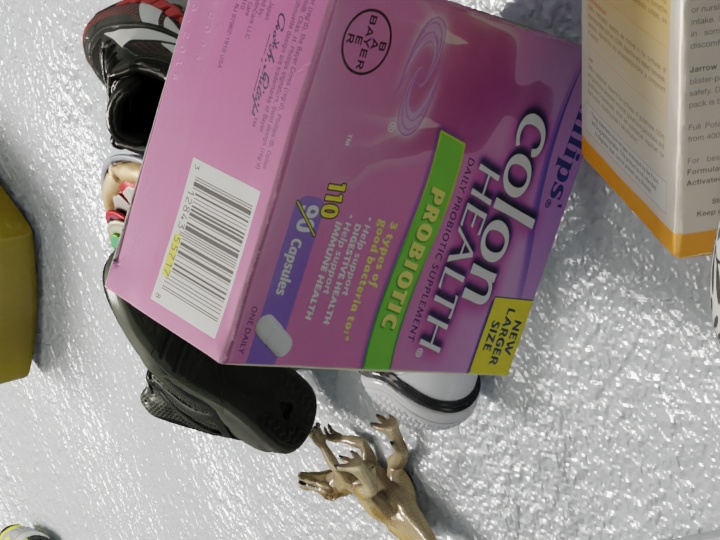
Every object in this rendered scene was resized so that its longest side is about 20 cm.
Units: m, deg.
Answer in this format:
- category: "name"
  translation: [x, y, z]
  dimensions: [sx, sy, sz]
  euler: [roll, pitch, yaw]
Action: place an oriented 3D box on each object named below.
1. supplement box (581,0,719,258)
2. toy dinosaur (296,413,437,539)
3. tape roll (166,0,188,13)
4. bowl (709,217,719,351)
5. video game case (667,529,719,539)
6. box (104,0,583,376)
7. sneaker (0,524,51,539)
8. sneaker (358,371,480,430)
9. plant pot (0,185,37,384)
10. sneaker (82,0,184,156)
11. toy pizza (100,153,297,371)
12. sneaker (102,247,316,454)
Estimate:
- category: "supplement box"
  translation: [0.142, -0.122, 0.621]
  dimensions: [0.126, 0.073, 0.200]
  euler: [-113, 17, -63]
- category: "toy dinosaur"
  translation: [0.019, 0.152, 1.024]
  dimensions: [0.200, 0.058, 0.101]
  euler: [29, 146, 53]
- category: "tape roll"
  translation: [-0.092, -0.102, 1.035]
  dimensions: [0.203, 0.037, 0.203]
  euler: [30, 131, 42]
- category: "bowl"
  translation: [0.202, -0.010, 0.563]
  dimensions: [0.094, 0.201, 0.201]
  euler: [-131, 33, -59]
- category: "video game case"
  translation: [0.209, 0.228, 0.814]
  dimensions: [0.200, 0.023, 0.182]
  euler: [-31, 83, 56]
- category: "box"
  translation: [0.004, -0.048, 0.733]
  dimensions: [0.097, 0.200, 0.176]
  euler: [28, 105, 42]
- category: "sneaker"
  translation: [-0.353, 0.364, 1.646]
  dimensions: [0.076, 0.075, 0.200]
  euler: [28, 120, 54]
- category: "sneaker"
  translation: [0.000, 0.000, 0.919]
  dimensions: [0.200, 0.075, 0.115]
  euler: [37, 135, 19]
- category: "plant pot"
  translation: [-0.414, -0.009, 1.415]
  dimensions: [0.200, 0.200, 0.176]
  euler: [50, 131, 25]
- category: "sneaker"
  translation: [-0.133, -0.121, 0.960]
  dimensions: [0.200, 0.098, 0.071]
  euler: [32, 133, 43]
- category: "toy pizza"
  translation: [-0.118, 0.003, 1.075]
  dimensions: [0.200, 0.032, 0.200]
  euler: [37, 155, 20]
- category: "sneaker"
  translation: [-0.126, 0.053, 1.025]
  dimensions: [0.114, 0.076, 0.199]
  euler: [1, 147, 40]
